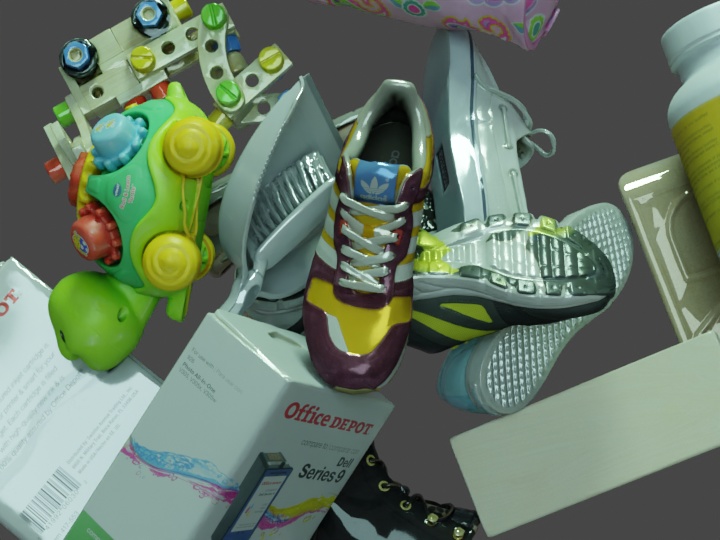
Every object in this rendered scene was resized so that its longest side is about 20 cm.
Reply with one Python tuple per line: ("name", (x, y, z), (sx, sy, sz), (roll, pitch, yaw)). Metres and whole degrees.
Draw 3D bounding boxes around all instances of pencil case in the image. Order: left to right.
("pencil case", (0.048, -0.219, 1.238), (0.199, 0.087, 0.088), (15, 80, 22))

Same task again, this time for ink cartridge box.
("ink cartridge box", (-0.215, 0.112, 1.207), (0.200, 0.086, 0.147), (39, 82, 7))
("ink cartridge box", (-0.088, 0.138, 1.114), (0.087, 0.145, 0.201), (35, 97, 29))

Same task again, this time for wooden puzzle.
("wooden puzzle", (0.306, -0.006, 1.252), (0.184, 0.046, 0.201), (-19, 77, -4))

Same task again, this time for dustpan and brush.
("dustpan and brush", (-0.064, -0.014, 1.134), (0.057, 0.140, 0.200), (34, 74, 34))

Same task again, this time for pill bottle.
("pill bottle", (0.282, -0.085, 1.190), (0.111, 0.112, 0.201), (-18, 77, -3))

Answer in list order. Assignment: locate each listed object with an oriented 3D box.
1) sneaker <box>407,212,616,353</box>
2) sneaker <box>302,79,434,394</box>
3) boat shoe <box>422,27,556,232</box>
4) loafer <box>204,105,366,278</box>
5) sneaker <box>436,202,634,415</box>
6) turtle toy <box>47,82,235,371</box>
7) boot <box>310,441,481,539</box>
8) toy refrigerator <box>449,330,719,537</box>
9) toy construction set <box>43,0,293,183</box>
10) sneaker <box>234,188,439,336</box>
("sneaker", (0.074, 0.013, 1.156), (0.199, 0.085, 0.075), (3, 48, 11))
("sneaker", (0.004, -0.024, 1.076), (0.074, 0.090, 0.201), (6, 65, 4))
("boat shoe", (0.098, -0.092, 1.238), (0.086, 0.075, 0.203), (5, 55, -17))
("loafer", (-0.038, -0.062, 1.246), (0.199, 0.072, 0.063), (-27, 83, 4))
("sneaker", (0.120, 0.023, 1.232), (0.200, 0.082, 0.074), (-45, 113, -29))
("turtle toy", (-0.149, -0.029, 1.143), (0.100, 0.146, 0.201), (12, 92, 0))
("boot", (0.016, 0.150, 1.208), (0.150, 0.073, 0.201), (25, 85, 5))
("toy refrigerator", (0.172, 0.116, 1.197), (0.199, 0.070, 0.076), (-24, 81, 11))
("toy construction set", (-0.150, -0.128, 1.251), (0.199, 0.092, 0.132), (-27, 82, -16))
("sneaker", (0.000, 0.000, 1.242), (0.199, 0.080, 0.074), (-17, 51, -17))
